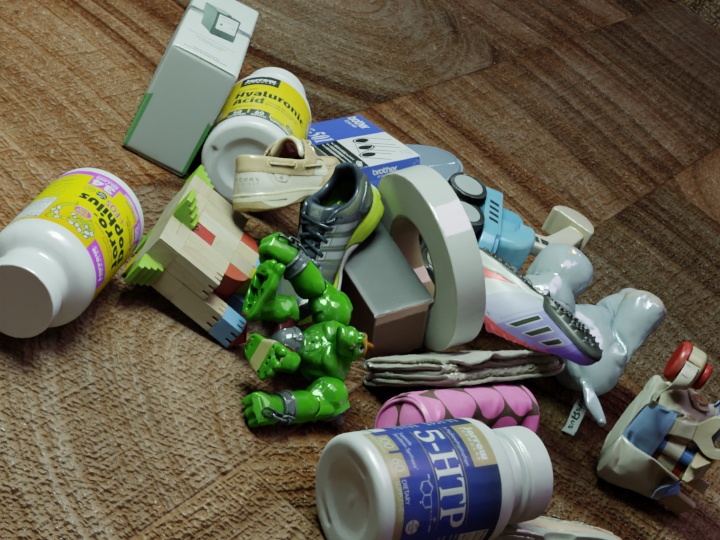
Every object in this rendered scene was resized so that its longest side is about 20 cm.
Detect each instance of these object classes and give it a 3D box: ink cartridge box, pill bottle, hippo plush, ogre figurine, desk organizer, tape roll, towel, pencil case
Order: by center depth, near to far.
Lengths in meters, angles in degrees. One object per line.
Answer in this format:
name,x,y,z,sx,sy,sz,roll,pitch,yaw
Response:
pill bottle,0.071,0.197,1.461,0.199,0.120,0.120,-5,44,-32
pill bottle,-0.280,-0.014,1.484,0.104,0.104,0.200,32,28,-3
ogre figurine,-0.058,0.069,1.586,0.120,0.098,0.200,25,35,-37
pencil case,0.098,0.164,1.620,0.091,0.094,0.200,-3,-1,43
towel,0.109,0.101,1.702,0.132,0.035,0.200,-2,-1,41
tape roll,0.071,-0.013,1.724,0.037,0.203,0.203,-17,50,-21
desk organizer,0.000,0.000,1.759,0.072,0.077,0.200,-15,49,-21
hippo plush,0.230,0.063,1.834,0.161,0.159,0.200,39,67,-8
ink cartridge box,-0.195,-0.225,1.862,0.084,0.146,0.200,26,28,-10
pill bottle,-0.117,-0.165,1.885,0.111,0.111,0.200,28,28,-9
ink cartridge box,-0.007,-0.136,1.919,0.094,0.044,0.200,-13,23,-18

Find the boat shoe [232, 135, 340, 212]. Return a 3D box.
boat shoe,-0.074,-0.111,1.729,0.073,0.069,0.200,-1,11,24

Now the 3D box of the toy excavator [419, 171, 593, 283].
toy excavator,0.175,-0.034,1.869,0.199,0.100,0.195,24,32,-7

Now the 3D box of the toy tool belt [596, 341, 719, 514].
toy tool belt,0.353,0.177,1.743,0.123,0.200,0.125,31,36,1

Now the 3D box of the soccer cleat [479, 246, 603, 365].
soccer cleat,0.176,0.053,1.709,0.200,0.073,0.068,42,7,37

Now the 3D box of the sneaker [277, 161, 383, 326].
sneaker,-0.046,-0.031,1.682,0.074,0.081,0.200,14,61,26

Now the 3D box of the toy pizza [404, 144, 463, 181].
toy pizza,0.026,-0.107,1.942,0.199,0.032,0.200,-6,23,2

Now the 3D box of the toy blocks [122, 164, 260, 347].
toy blocks,-0.150,-0.008,1.642,0.137,0.100,0.200,40,26,-13

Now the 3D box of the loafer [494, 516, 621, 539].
loafer,0.194,0.269,1.574,0.199,0.072,0.063,17,25,-23
